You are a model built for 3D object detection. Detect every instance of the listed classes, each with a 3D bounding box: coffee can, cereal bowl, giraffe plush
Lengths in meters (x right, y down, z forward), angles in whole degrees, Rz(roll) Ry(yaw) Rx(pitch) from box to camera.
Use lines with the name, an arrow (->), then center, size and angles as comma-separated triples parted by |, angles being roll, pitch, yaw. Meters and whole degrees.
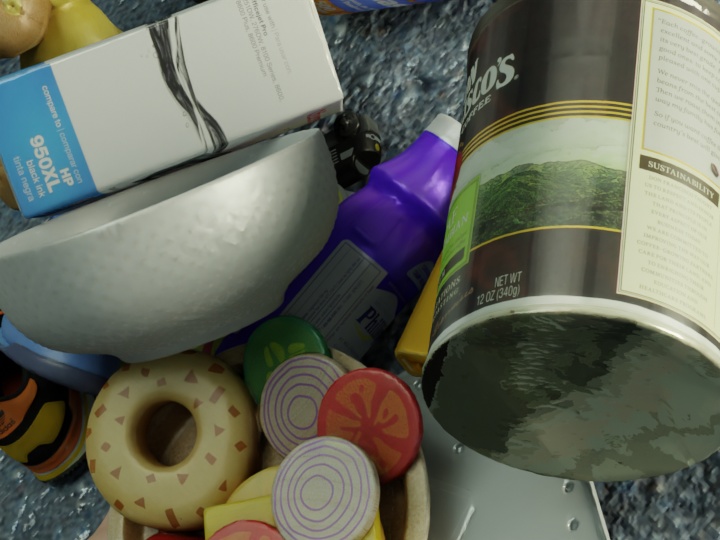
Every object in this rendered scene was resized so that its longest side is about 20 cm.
coffee can -> 0.113, -0.022, 0.914 | 0.146, 0.146, 0.201 | -15, 49, 31
cereal bowl -> -0.100, -0.005, 1.033 | 0.199, 0.084, 0.200 | -19, 8, 3
giraffe plush -> -0.204, -0.161, 1.289 | 0.172, 0.162, 0.200 | -24, 31, 18

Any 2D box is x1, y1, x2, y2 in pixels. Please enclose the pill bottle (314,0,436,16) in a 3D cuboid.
pill bottle -> 0.042, -0.226, 1.211 | 0.199, 0.112, 0.113 | -1, 60, 38

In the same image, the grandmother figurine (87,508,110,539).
grandmother figurine -> -0.163, 0.195, 1.100 | 0.060, 0.121, 0.200 | 33, 83, 6

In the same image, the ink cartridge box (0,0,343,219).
ink cartridge box -> -0.114, -0.103, 1.145 | 0.199, 0.085, 0.145 | -21, 3, 0

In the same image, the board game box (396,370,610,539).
board game box -> 0.036, 0.142, 1.012 | 0.199, 0.026, 0.201 | -30, 45, 19

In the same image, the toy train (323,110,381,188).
toy train -> -0.071, -0.039, 1.228 | 0.199, 0.034, 0.046 | -27, 57, 21

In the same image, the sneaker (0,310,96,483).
sneaker -> -0.231, 0.045, 1.253 | 0.070, 0.090, 0.200 | -38, 44, 11

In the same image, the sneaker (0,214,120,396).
sneaker -> -0.178, 0.014, 1.186 | 0.083, 0.074, 0.200 | -59, 22, 13

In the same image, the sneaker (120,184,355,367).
sneaker -> -0.092, 0.005, 1.169 | 0.200, 0.090, 0.078 | -44, 44, 6

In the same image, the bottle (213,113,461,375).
bottle -> 0.000, 0.000, 1.101 | 0.065, 0.084, 0.200 | 39, 85, 15

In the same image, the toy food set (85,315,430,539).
toy food set -> -0.053, 0.125, 1.005 | 0.197, 0.049, 0.201 | -14, 68, 21

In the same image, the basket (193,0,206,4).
basket -> -0.125, -0.280, 1.320 | 0.181, 0.200, 0.136 | -53, 43, -4

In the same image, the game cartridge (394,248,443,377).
game cartridge -> 0.130, -0.021, 1.024 | 0.176, 0.032, 0.201 | 8, 62, 34
